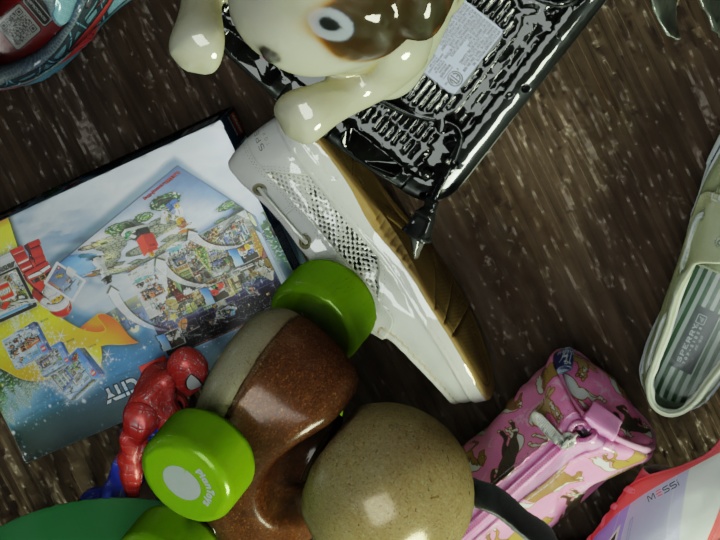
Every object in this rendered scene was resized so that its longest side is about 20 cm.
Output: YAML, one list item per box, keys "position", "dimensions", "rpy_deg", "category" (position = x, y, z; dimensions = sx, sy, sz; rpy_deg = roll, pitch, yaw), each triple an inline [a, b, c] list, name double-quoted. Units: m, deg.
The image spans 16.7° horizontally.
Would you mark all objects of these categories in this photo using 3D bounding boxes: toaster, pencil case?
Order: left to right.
- position: [0.024, -0.149, 1.295]
  dimensions: [0.180, 0.119, 0.200]
  rpy_deg: [37, 107, -2]
  category: "toaster"
- position: [0.072, 0.133, 1.379]
  dimensions: [0.200, 0.083, 0.086]
  rpy_deg: [-43, 133, 18]
  category: "pencil case"

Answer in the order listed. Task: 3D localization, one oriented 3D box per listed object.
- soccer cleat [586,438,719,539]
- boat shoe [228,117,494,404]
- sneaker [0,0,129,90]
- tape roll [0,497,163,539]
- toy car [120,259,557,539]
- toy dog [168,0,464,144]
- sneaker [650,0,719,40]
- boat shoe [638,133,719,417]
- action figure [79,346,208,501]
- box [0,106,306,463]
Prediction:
- position: [0.158, 0.152, 1.359]
  dimensions: [0.200, 0.068, 0.073]
  rpy_deg: [-38, 76, 21]
  category: "soccer cleat"
- position: [0.000, 0.000, 1.363]
  dimensions: [0.069, 0.071, 0.201]
  rpy_deg: [-33, 101, 15]
  category: "boat shoe"
- position: [-0.148, -0.166, 1.328]
  dimensions: [0.079, 0.096, 0.200]
  rpy_deg: [42, 107, -5]
  category: "sneaker"
- position: [-0.141, 0.210, 1.404]
  dimensions: [0.199, 0.048, 0.201]
  rpy_deg: [-3, 137, -3]
  category: "tape roll"
- position: [0.002, 0.122, 1.288]
  dimensions: [0.199, 0.164, 0.158]
  rpy_deg: [30, 136, 11]
  category: "toy car"
- position: [-0.001, -0.148, 1.133]
  dimensions: [0.194, 0.200, 0.140]
  rpy_deg: [-42, 96, 17]
  category: "toy dog"
- position: [0.173, -0.231, 1.279]
  dimensions: [0.060, 0.104, 0.202]
  rpy_deg: [0, 71, 33]
  category: "sneaker"
- position: [0.209, -0.008, 1.336]
  dimensions: [0.071, 0.062, 0.201]
  rpy_deg: [20, 106, 2]
  category: "boat shoe"
- position: [-0.129, 0.115, 1.392]
  dimensions: [0.051, 0.066, 0.201]
  rpy_deg: [26, 128, 1]
  category: "action figure"
- position: [-0.134, 0.010, 1.405]
  dimensions: [0.199, 0.038, 0.137]
  rpy_deg: [-23, 102, 14]
  category: "box"
